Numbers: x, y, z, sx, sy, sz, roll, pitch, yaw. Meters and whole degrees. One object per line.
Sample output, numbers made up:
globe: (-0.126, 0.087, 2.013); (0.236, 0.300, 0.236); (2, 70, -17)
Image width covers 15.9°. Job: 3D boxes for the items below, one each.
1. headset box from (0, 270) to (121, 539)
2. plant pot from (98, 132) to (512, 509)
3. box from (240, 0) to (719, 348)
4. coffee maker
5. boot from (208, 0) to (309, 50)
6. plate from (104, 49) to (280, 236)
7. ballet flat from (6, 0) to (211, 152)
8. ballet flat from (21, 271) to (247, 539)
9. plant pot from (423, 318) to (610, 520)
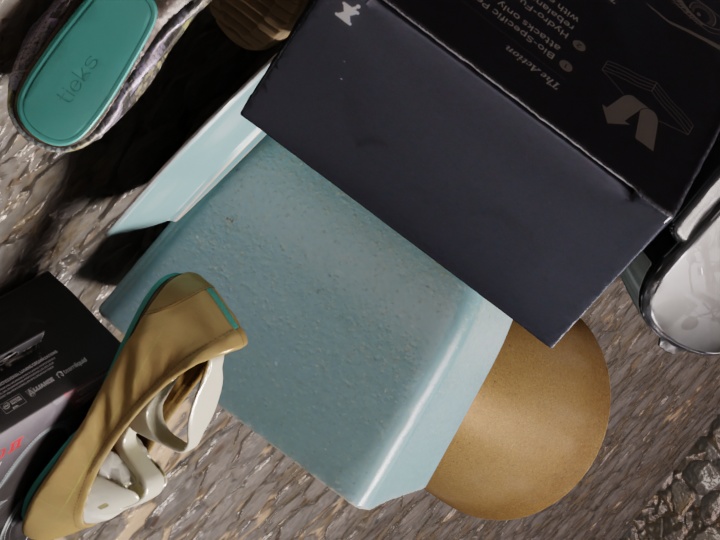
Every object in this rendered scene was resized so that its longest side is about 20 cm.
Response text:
headset box: (-0.220, 0.102, 1.434); (0.149, 0.077, 0.200); (-32, 159, -42)
plant pot: (0.000, 0.000, 1.537); (0.200, 0.196, 0.196); (-55, 170, 7)
box: (0.079, -0.105, 1.281); (0.117, 0.196, 0.200); (-52, -178, 43)
coffee maker: (0.187, -0.081, 1.458); (0.134, 0.200, 0.193); (2, 121, -29)
boot: (0.007, -0.210, 1.309); (0.166, 0.072, 0.200); (-36, 161, -39)
plate: (-0.061, -0.082, 1.398); (0.200, 0.026, 0.200); (-46, -177, 3)
ballet flat: (-0.099, -0.146, 1.226); (0.200, 0.072, 0.072); (-50, 163, 9)
ballet flat: (-0.124, 0.091, 1.404); (0.069, 0.063, 0.200); (-26, 153, -55)
plant pot: (0.070, 0.086, 1.989); (0.187, 0.186, 0.200); (-50, 150, 9)
